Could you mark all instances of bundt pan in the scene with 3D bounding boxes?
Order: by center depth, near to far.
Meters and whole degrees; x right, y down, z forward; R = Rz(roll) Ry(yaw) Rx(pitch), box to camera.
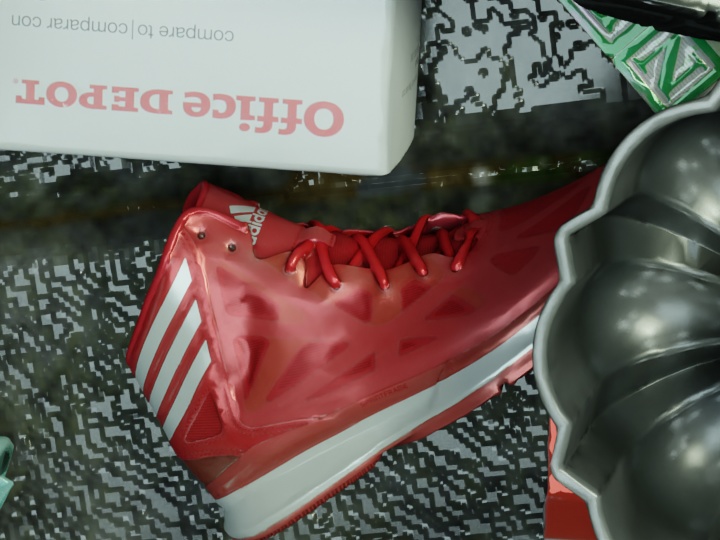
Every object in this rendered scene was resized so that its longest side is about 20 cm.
[{"bbox_3d":[0.158,0.021,0.853,0.200,0.076,0.203,2,104,10],"label":"bundt pan"}]

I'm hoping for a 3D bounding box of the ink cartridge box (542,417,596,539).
[{"bbox_3d":[0.142,0.123,0.957,0.161,0.057,0.201,2,107,6],"label":"ink cartridge box"}]

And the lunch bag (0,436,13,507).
[{"bbox_3d":[-0.235,0.109,0.947,0.169,0.201,0.122,23,148,2],"label":"lunch bag"}]

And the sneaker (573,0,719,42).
[{"bbox_3d":[0.088,-0.138,0.829,0.199,0.076,0.116,13,90,-9],"label":"sneaker"}]

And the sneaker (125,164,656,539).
[{"bbox_3d":[0.000,0.000,0.930,0.200,0.078,0.116,-37,98,12],"label":"sneaker"}]

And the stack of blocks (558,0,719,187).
[{"bbox_3d":[0.119,-0.122,0.897,0.115,0.059,0.200,-40,96,13],"label":"stack of blocks"}]

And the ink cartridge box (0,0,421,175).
[{"bbox_3d":[-0.050,-0.138,0.900,0.143,0.085,0.201,4,104,5],"label":"ink cartridge box"}]
